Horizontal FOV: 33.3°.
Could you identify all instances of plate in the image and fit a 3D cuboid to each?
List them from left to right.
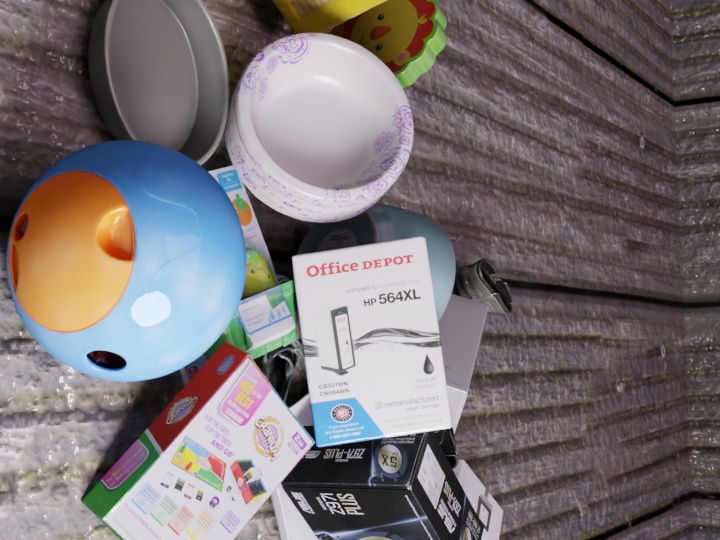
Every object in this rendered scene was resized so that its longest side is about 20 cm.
[{"bbox_3d":[-0.056,0.239,1.420,0.200,0.032,0.201,-35,116,-58],"label":"plate"}]

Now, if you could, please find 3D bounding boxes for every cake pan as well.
[{"bbox_3d":[-0.201,-0.198,1.197,0.200,0.036,0.202,12,76,-61],"label":"cake pan"}]

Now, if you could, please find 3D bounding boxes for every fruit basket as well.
[{"bbox_3d":[-0.143,-0.001,1.223,0.185,0.093,0.202,-22,98,-54],"label":"fruit basket"}]

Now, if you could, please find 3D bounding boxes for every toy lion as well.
[{"bbox_3d":[0.009,-0.251,1.433,0.069,0.190,0.202,44,50,-51],"label":"toy lion"}]

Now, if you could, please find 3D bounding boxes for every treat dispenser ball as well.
[{"bbox_3d":[-0.196,-0.008,1.014,0.200,0.199,0.203,12,76,-61],"label":"treat dispenser ball"}]

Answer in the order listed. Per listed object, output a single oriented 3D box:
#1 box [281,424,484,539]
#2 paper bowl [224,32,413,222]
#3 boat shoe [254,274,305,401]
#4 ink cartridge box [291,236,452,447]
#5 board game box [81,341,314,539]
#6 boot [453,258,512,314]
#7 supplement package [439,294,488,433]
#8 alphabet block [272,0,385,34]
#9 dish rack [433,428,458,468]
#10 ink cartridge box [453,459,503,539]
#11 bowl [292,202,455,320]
[{"bbox_3d":[0.029,0.269,1.370,0.201,0.163,0.086,62,36,-38],"label":"box"},{"bbox_3d":[-0.050,-0.149,1.313,0.199,0.104,0.202,7,69,-18],"label":"paper bowl"},{"bbox_3d":[-0.095,0.093,1.327,0.074,0.068,0.200,56,40,-43],"label":"boat shoe"},{"bbox_3d":[0.011,0.074,1.266,0.084,0.145,0.202,75,6,-85],"label":"ink cartridge box"},{"bbox_3d":[-0.149,0.192,1.156,0.200,0.040,0.153,-48,134,-19],"label":"board game box"},{"bbox_3d":[0.162,0.060,1.743,0.200,0.130,0.068,55,42,-44],"label":"boot"},{"bbox_3d":[0.080,0.123,1.522,0.200,0.120,0.121,-67,172,-57],"label":"supplement package"},{"bbox_3d":[-0.017,-0.418,1.370,0.197,0.194,0.201,52,40,-23],"label":"alphabet block"},{"bbox_3d":[0.029,0.149,1.374,0.055,0.152,0.201,-84,167,-47],"label":"dish rack"},{"bbox_3d":[0.120,0.333,1.649,0.200,0.115,0.067,54,41,-45],"label":"ink cartridge box"},{"bbox_3d":[0.000,0.000,1.389,0.105,0.199,0.202,37,55,-47],"label":"bowl"}]
